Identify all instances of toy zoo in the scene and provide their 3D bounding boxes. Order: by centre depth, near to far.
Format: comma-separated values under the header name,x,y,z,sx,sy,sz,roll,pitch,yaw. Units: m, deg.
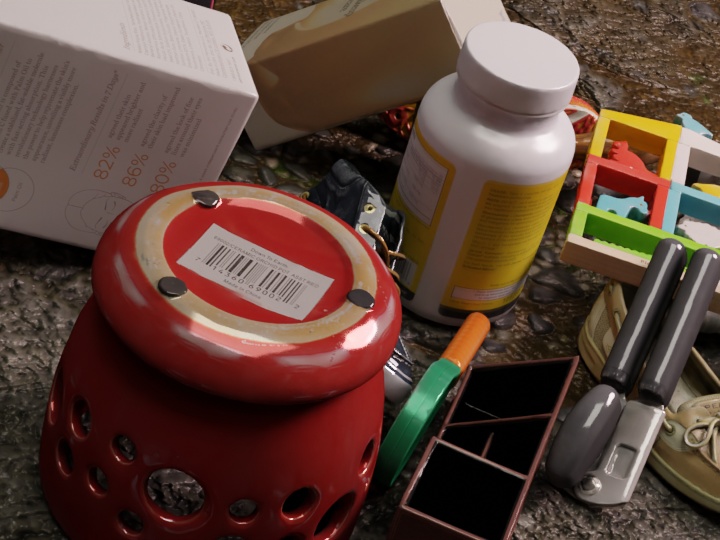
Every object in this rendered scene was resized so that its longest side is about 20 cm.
name,x,y,z,sx,sy,sz,roll,pitch,yaw
toy zoo,0.226,-0.054,1.312,0.130,0.021,0.200,19,41,2

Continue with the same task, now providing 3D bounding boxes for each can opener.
name,x,y,z,sx,sy,sz,roll,pitch,yaw
can opener,0.185,0.065,1.174,0.052,0.067,0.201,19,66,24

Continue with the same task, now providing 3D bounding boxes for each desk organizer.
name,x,y,z,sx,sy,sz,roll,pitch,yaw
desk organizer,0.072,0.123,1.096,0.071,0.077,0.200,23,37,6

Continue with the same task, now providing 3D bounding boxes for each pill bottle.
name,x,y,z,sx,sy,sz,roll,pitch,yaw
pill bottle,0.084,-0.067,1.238,0.111,0.201,0.112,11,38,-9

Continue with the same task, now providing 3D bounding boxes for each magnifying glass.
name,x,y,z,sx,sy,sz,roll,pitch,yaw
magnifying glass,0.049,0.076,1.160,0.022,0.080,0.200,30,28,8

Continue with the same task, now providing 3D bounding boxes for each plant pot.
name,x,y,z,sx,sy,sz,roll,pitch,yaw
plant pot,-0.076,0.060,1.033,0.199,0.183,0.201,12,35,-9

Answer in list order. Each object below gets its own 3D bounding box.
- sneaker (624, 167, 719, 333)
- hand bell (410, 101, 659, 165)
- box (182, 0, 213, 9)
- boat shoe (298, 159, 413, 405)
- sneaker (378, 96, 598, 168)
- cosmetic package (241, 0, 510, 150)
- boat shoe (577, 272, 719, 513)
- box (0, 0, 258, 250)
name,x,y,z,sx,sy,sz,roll,pitch,yaw
sneaker,0.240,-0.028,1.359,0.115,0.075,0.201,1,41,-18
hand bell,0.149,-0.098,1.386,0.199,0.105,0.104,2,40,-22
box,-0.174,-0.194,1.294,0.105,0.201,0.123,1,40,-21
boat shoe,0.000,0.000,1.180,0.071,0.091,0.200,41,7,-42
sneaker,0.099,-0.125,1.443,0.199,0.073,0.077,14,16,-12
cosmetic package,0.003,-0.167,1.345,0.199,0.071,0.105,-15,24,28
boat shoe,0.220,0.084,1.216,0.073,0.063,0.201,-5,42,-27
box,-0.194,-0.110,1.188,0.199,0.153,0.107,15,33,-27
